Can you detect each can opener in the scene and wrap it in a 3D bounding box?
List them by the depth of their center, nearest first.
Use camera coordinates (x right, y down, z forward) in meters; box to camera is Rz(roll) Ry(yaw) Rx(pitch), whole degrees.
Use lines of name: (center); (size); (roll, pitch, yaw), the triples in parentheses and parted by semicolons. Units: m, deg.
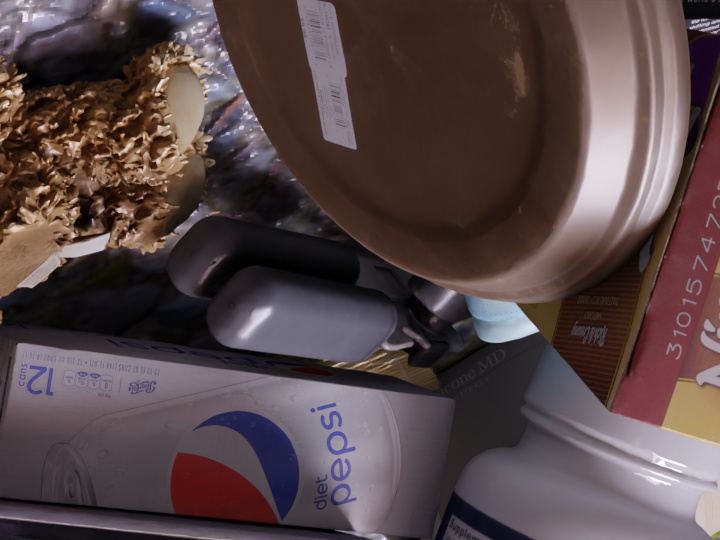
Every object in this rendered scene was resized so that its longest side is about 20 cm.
can opener: (0.000, 0.000, 0.832); (0.067, 0.053, 0.200); (-46, 158, 15)

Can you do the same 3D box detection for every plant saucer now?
plant saucer: (0.015, -0.078, 0.618); (0.029, 0.200, 0.201); (-29, 157, -33)

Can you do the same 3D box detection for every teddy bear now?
teddy bear: (-0.141, -0.024, 0.739); (0.199, 0.067, 0.145); (-31, 160, -3)

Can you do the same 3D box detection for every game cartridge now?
game cartridge: (-0.095, 0.113, 0.825); (0.198, 0.039, 0.130); (8, 170, -13)

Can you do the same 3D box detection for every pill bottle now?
pill bottle: (0.084, 0.141, 0.859); (0.119, 0.119, 0.201); (19, 93, -51)

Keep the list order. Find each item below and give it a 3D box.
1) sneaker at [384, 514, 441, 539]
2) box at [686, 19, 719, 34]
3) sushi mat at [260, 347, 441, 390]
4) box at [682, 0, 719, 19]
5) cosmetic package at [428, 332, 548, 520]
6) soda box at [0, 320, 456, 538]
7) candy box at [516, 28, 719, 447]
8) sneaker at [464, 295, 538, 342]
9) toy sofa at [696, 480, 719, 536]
sneaker: (0.058, 0.185, 1.076); (0.093, 0.201, 0.071); (0, 133, -26)
box: (0.108, -0.108, 0.804); (0.142, 0.036, 0.201); (-16, 150, -17)
sushi mat: (-0.058, 0.072, 0.990); (0.199, 0.012, 0.096); (-23, 150, -4)
box: (0.180, -0.168, 0.698); (0.199, 0.049, 0.162); (-4, 120, -32)
cosmetic package: (0.104, 0.129, 1.005); (0.106, 0.201, 0.090); (-33, 140, 11)
soda box: (-0.064, 0.068, 0.854); (0.198, 0.064, 0.068); (9, -177, -25)
candy box: (0.105, -0.021, 0.684); (0.056, 0.200, 0.118); (17, 98, -6)
sneaker: (0.128, -0.006, 0.848); (0.198, 0.074, 0.083); (-2, 107, -20)
toy sofa: (0.190, 0.069, 1.095); (0.097, 0.083, 0.200); (-26, 151, -4)
